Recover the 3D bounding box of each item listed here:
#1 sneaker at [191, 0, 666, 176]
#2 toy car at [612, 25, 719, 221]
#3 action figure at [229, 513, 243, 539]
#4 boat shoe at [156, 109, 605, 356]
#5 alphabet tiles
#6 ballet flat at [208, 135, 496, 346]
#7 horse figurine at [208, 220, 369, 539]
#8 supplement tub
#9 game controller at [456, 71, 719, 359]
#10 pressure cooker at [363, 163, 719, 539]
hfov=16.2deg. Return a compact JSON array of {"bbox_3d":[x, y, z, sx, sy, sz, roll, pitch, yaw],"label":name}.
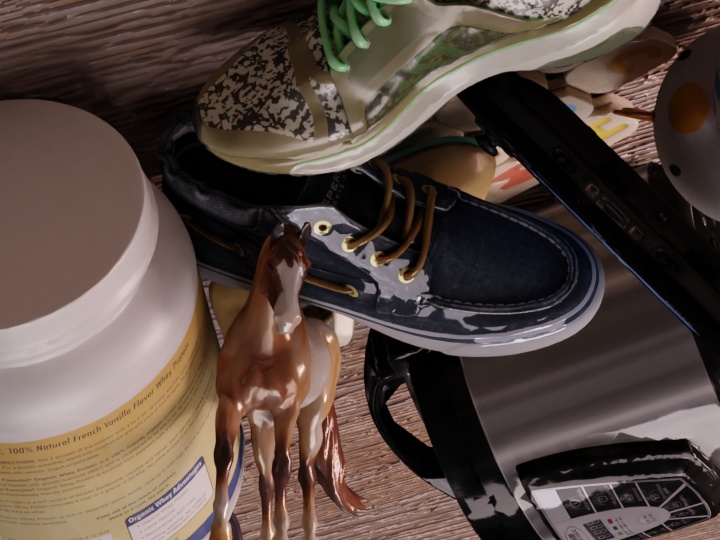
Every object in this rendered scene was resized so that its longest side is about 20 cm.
[{"bbox_3d":[0.016,-0.108,0.992,0.200,0.077,0.089,-25,144,10],"label":"sneaker"},{"bbox_3d":[0.181,-0.067,1.099,0.177,0.184,0.200,6,175,-43],"label":"toy car"},{"bbox_3d":[-0.174,0.181,1.551,0.200,0.069,0.130,-5,149,-37],"label":"action figure"},{"bbox_3d":[0.007,-0.017,1.095,0.200,0.071,0.091,10,159,6],"label":"boat shoe"},{"bbox_3d":[0.040,-0.070,1.158,0.196,0.015,0.200,-28,155,29],"label":"alphabet tiles"},{"bbox_3d":[0.000,0.000,1.211,0.069,0.063,0.200,6,156,-35],"label":"ballet flat"},{"bbox_3d":[-0.033,0.060,1.098,0.050,0.133,0.200,1,170,9],"label":"horse figurine"},{"bbox_3d":[-0.133,0.037,1.085,0.144,0.144,0.200,-14,141,-3],"label":"supplement tub"},{"bbox_3d":[0.113,-0.014,1.069,0.042,0.200,0.104,-48,163,12],"label":"game controller"},{"bbox_3d":[0.105,0.053,1.291,0.200,0.176,0.179,-19,-172,13],"label":"pressure cooker"}]
